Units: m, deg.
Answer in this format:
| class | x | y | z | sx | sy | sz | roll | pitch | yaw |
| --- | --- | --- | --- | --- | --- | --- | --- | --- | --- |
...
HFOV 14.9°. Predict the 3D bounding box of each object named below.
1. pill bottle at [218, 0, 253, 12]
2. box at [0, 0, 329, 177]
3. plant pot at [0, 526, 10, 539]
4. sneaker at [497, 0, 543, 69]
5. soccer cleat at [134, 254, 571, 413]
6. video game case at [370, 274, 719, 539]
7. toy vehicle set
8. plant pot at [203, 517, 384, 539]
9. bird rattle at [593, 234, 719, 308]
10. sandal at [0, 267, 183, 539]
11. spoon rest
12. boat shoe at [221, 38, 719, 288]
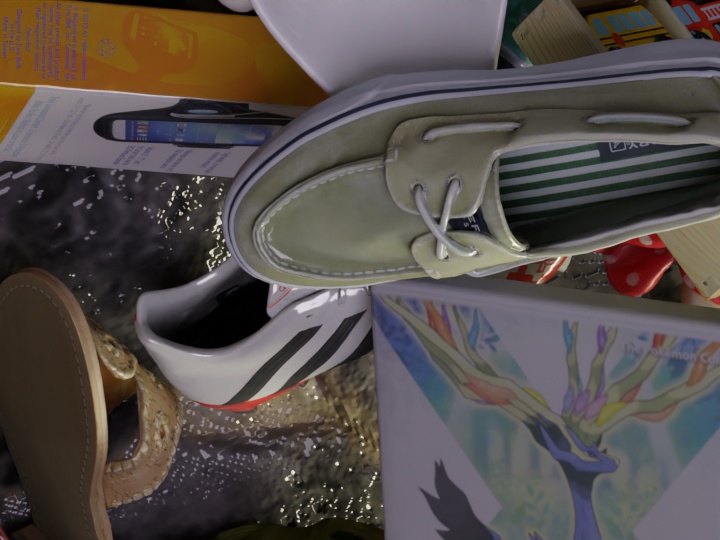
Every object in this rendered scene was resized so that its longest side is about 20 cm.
| class | x | y | z | sx | sy | sz | roll | pitch | yaw |
| --- | --- | --- | --- | --- | --- | --- | --- | --- | --- |
| pill bottle | 0.001 | -0.199 | 1.027 | 0.200 | 0.120 | 0.120 | -35 | 120 | 7 |
| box | -0.056 | -0.068 | 1.089 | 0.200 | 0.119 | 0.042 | 2 | 79 | -16 |
| plant pot | -0.210 | 0.182 | 1.147 | 0.200 | 0.200 | 0.183 | -34 | 129 | 6 |
| sneaker | 0.110 | -0.119 | 1.126 | 0.088 | 0.074 | 0.200 | 29 | 108 | -30 |
| soccer cleat | 0.000 | 0.000 | 1.143 | 0.200 | 0.069 | 0.085 | -23 | 150 | 16 |
| video game case | 0.097 | 0.097 | 1.085 | 0.200 | 0.022 | 0.182 | 8 | 111 | 31 |
| toy vehicle set | 0.153 | -0.062 | 1.069 | 0.027 | 0.124 | 0.200 | -44 | 164 | 33 |
| plant pot | -0.026 | 0.219 | 1.226 | 0.200 | 0.200 | 0.190 | -12 | 109 | -6 |
| bird rattle | 0.185 | 0.012 | 1.187 | 0.163 | 0.113 | 0.200 | -3 | 114 | 21 |
| sandal | -0.111 | 0.073 | 1.194 | 0.070 | 0.078 | 0.212 | -28 | 134 | -34 |
| spoon rest | 0.018 | -0.080 | 0.996 | 0.099 | 0.061 | 0.200 | -20 | 125 | 0 |
| boat shoe | 0.043 | -0.033 | 0.954 | 0.200 | 0.062 | 0.072 | -15 | 114 | 14 |
